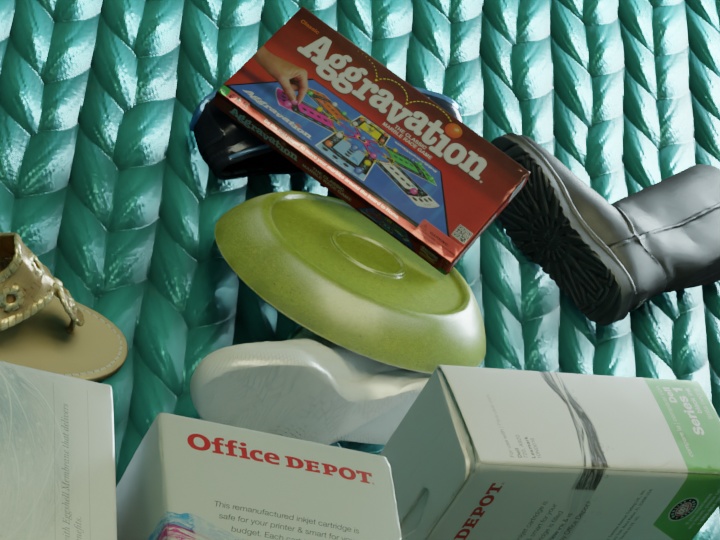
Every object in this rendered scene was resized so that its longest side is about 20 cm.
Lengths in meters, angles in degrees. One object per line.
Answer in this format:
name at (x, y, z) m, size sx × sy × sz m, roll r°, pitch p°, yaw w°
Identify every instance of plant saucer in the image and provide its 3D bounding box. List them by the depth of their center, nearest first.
plant saucer at (0.000, 0.000, 1.680) m, size 0.199 × 0.031 × 0.200 m, roll 24°, pitch 21°, yaw -10°

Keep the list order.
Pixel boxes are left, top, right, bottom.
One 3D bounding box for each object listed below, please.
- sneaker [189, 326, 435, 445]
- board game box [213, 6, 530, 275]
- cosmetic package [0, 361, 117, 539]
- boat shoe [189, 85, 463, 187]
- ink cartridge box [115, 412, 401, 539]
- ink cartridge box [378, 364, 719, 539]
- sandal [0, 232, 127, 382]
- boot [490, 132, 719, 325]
sneaker at (-0.034, 0.066, 1.619) m, size 0.199 × 0.075 × 0.089 m, roll 7°, pitch 36°, yaw -39°
board game box at (0.008, -0.091, 1.734) m, size 0.200 × 0.019 × 0.103 m, roll 36°, pitch 55°, yaw 9°
cosmetic package at (-0.240, 0.149, 1.346) m, size 0.199 × 0.123 × 0.200 m, roll 13°, pitch 43°, yaw -20°
boat shoe at (-0.021, -0.084, 1.781) m, size 0.199 × 0.084 × 0.069 m, roll -5°, pitch 57°, yaw -16°
ink cartridge box at (-0.064, 0.205, 1.383) m, size 0.145 × 0.145 × 0.200 m, roll 14°, pitch 43°, yaw -21°
ink cartridge box at (0.111, 0.137, 1.570) m, size 0.199 × 0.146 × 0.085 m, roll 6°, pitch 45°, yaw -30°
sandal at (-0.230, 0.007, 1.539) m, size 0.211 × 0.070 × 0.078 m, roll 18°, pitch 41°, yaw -17°
boot at (0.203, -0.051, 1.888) m, size 0.200 × 0.066 × 0.165 m, roll -22°, pitch 71°, yaw -41°
